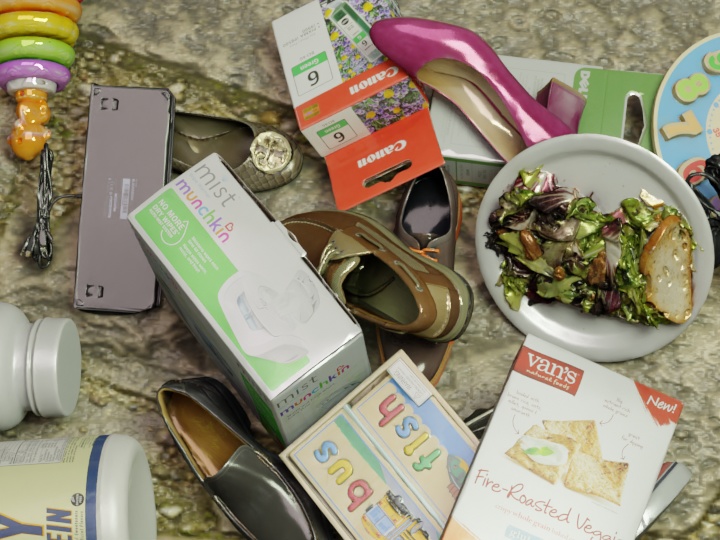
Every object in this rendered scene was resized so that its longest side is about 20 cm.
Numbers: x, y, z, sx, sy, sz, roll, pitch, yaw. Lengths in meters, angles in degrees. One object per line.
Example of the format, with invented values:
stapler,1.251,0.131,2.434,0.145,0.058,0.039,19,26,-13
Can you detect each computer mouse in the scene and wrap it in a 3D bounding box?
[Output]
computer mouse,0.244,-0.023,1.517,0.199,0.053,0.139,-12,109,25

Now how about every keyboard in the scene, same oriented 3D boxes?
keyboard,-0.229,-0.063,1.595,0.126,0.021,0.202,4,84,1

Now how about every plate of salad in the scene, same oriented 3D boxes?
plate of salad,0.186,-0.013,1.486,0.199,0.201,0.048,18,29,12

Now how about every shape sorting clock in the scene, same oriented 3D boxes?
shape sorting clock,0.342,-0.112,1.546,0.198,0.039,0.201,5,70,-14

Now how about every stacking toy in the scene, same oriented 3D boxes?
stacking toy,-0.296,-0.196,1.647,0.115,0.110,0.202,-6,78,19

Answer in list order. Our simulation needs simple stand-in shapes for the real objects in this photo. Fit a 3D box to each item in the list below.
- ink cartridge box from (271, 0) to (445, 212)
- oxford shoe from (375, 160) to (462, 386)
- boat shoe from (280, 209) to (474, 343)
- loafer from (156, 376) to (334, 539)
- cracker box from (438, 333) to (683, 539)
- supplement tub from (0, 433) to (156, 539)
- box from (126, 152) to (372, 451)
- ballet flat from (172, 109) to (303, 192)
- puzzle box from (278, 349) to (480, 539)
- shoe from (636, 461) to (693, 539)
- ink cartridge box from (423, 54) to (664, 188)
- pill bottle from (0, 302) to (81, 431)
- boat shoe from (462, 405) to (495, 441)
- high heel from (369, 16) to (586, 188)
ink cartridge box,-0.003,-0.157,1.584,0.108,0.050,0.201,-25,52,13
oxford shoe,0.047,0.004,1.539,0.071,0.073,0.201,2,68,6
boat shoe,0.000,0.000,1.494,0.199,0.074,0.076,23,104,36
loafer,-0.100,0.168,1.479,0.073,0.072,0.200,-49,67,10
cracker box,0.147,0.165,1.378,0.133,0.058,0.201,23,65,4
supplement tub,-0.270,0.208,1.450,0.198,0.145,0.146,-4,68,4
box,-0.082,0.033,1.485,0.096,0.177,0.200,-36,70,-9
ballet flat,-0.148,-0.116,1.620,0.199,0.046,0.068,14,69,11
puzzle box,0.046,0.179,1.429,0.133,0.025,0.200,-41,74,0
shoe,0.165,0.201,1.449,0.200,0.072,0.091,-42,76,-7
ink cartridge box,0.159,-0.124,1.587,0.198,0.059,0.105,7,69,8
pill bottle,-0.340,0.080,1.527,0.198,0.109,0.110,1,68,5
boat shoe,0.107,0.149,1.485,0.199,0.071,0.064,-26,35,4
high heel,0.090,-0.136,1.514,0.199,0.067,0.096,25,62,-13
